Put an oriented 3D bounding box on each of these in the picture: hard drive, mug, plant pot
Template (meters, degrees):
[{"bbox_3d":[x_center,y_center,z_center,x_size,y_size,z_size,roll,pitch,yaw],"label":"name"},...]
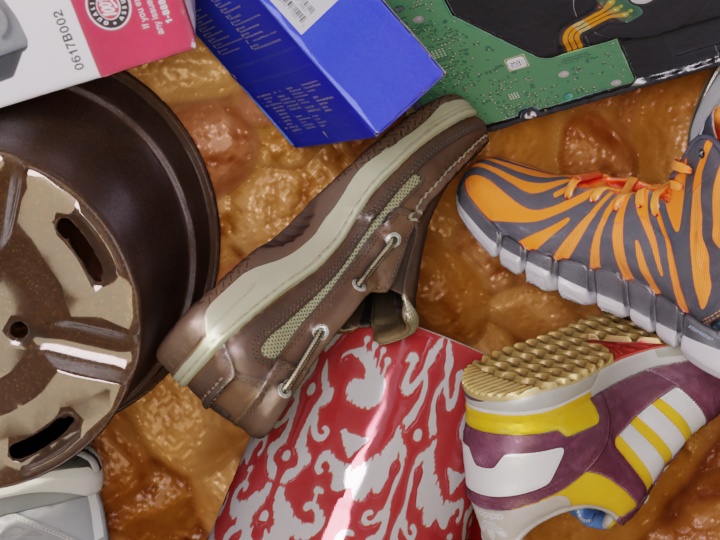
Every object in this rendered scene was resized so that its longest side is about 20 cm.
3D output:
[{"bbox_3d":[0.099,-0.132,1.226,0.199,0.038,0.140,-17,145,14],"label":"hard drive"},{"bbox_3d":[-0.005,0.128,1.290,0.133,0.178,0.201,17,84,16],"label":"mug"},{"bbox_3d":[-0.167,0.004,1.226,0.200,0.198,0.201,0,101,-1],"label":"plant pot"}]

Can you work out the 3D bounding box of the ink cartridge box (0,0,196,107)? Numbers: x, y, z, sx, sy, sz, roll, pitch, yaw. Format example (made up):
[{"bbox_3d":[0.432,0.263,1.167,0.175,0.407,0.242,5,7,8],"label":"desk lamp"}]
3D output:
[{"bbox_3d":[-0.185,-0.144,1.148,0.199,0.086,0.148,-18,120,3],"label":"ink cartridge box"}]

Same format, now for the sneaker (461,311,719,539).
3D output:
[{"bbox_3d":[0.125,0.073,1.270,0.200,0.075,0.090,-12,109,-37],"label":"sneaker"}]

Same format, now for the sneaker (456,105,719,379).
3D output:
[{"bbox_3d":[0.139,-0.035,1.243,0.200,0.078,0.112,27,121,26],"label":"sneaker"}]

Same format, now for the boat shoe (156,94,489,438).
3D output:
[{"bbox_3d":[-0.002,0.002,1.216,0.075,0.075,0.202,46,65,4],"label":"boat shoe"}]

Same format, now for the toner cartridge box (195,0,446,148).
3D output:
[{"bbox_3d":[-0.028,-0.106,1.202,0.043,0.200,0.095,-41,99,-8],"label":"toner cartridge box"}]

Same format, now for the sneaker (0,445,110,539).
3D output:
[{"bbox_3d":[-0.216,0.161,1.320,0.199,0.075,0.116,-13,103,1],"label":"sneaker"}]

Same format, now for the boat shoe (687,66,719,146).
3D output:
[{"bbox_3d":[0.239,-0.109,1.271,0.200,0.068,0.075,-43,101,9],"label":"boat shoe"}]
